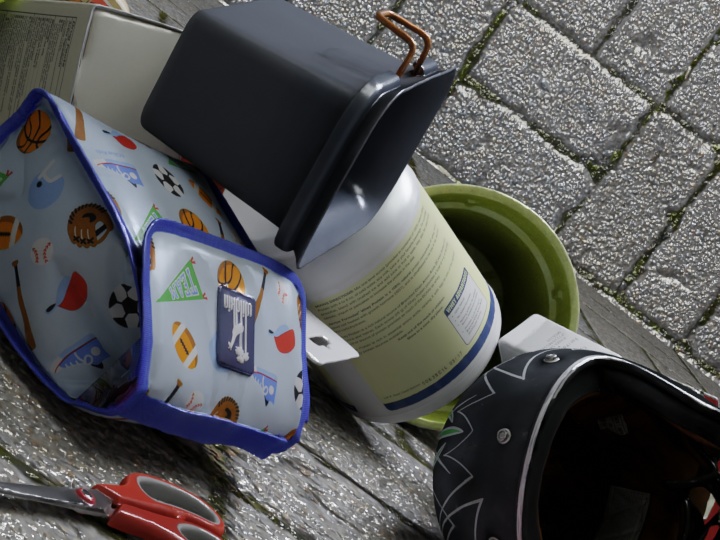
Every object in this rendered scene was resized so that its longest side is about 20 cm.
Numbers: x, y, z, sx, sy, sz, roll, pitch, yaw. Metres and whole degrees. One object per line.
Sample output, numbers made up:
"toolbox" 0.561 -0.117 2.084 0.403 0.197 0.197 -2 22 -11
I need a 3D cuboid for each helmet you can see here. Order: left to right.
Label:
"helmet" 0.142 0.143 1.200 0.191 0.200 0.200 18 9 3

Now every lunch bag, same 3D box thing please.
"lunch bag" -0.123 0.013 1.033 0.170 0.124 0.200 24 28 -56

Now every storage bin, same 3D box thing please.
"storage bin" -0.037 -0.108 1.125 0.134 0.146 0.200 32 18 6

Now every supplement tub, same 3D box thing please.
"supplement tub" 0.000 0.000 1.325 0.200 0.145 0.145 54 -1 -35

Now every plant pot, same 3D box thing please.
"plant pot" 0.071 0.029 1.541 0.200 0.200 0.184 38 -1 -3

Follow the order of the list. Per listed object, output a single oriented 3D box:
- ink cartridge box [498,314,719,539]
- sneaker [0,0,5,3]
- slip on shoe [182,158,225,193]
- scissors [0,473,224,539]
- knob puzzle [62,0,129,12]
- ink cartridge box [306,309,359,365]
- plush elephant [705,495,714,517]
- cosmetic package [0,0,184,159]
"ink cartridge box" 0.191 0.148 1.340 0.176 0.045 0.200 26 -40 44
"sneaker" -0.321 -0.214 1.228 0.200 0.084 0.074 4 26 2
"slip on shoe" -0.109 -0.093 1.336 0.074 0.200 0.061 51 -3 28
"scissors" -0.130 0.109 0.871 0.200 0.014 0.073 28 16 -44
"knob puzzle" -0.259 -0.184 1.349 0.220 0.220 0.030 31 54 -39
"ink cartridge box" -0.107 0.020 1.203 0.200 0.067 0.116 40 9 11
"plush elephant" 0.327 0.246 1.500 0.165 0.155 0.200 28 14 -48
"cosmetic package" -0.196 -0.126 1.232 0.087 0.103 0.200 12 4 -34
